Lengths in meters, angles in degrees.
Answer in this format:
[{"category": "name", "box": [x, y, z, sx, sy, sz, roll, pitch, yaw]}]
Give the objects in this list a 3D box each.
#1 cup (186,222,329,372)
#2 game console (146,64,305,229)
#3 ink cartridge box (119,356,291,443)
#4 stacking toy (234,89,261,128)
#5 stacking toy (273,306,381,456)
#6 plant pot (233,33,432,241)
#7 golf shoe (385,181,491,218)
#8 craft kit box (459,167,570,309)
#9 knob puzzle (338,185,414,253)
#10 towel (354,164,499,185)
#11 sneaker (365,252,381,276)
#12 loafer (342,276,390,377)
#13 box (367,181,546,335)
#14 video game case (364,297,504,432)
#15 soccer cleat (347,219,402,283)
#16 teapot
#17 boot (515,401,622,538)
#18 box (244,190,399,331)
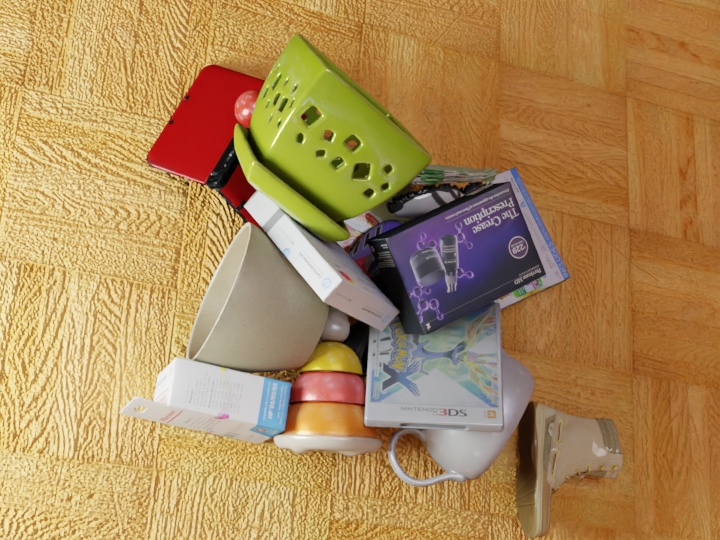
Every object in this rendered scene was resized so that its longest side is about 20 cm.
[{"category": "cup", "box": [-0.127, 0.056, 1.536, 0.143, 0.200, 0.201, 24, 65, -15]}, {"category": "game console", "box": [-0.184, -0.181, 1.695, 0.172, 0.118, 0.201, 49, 57, -37]}, {"category": "ink cartridge box", "box": [-0.204, 0.168, 1.511, 0.199, 0.115, 0.068, 15, 68, -18]}, {"category": "stacking toy", "box": [-0.108, -0.177, 1.645, 0.200, 0.085, 0.086, 48, 59, -29]}, {"category": "stacking toy", "box": [-0.040, 0.147, 1.555, 0.145, 0.146, 0.201, 6, 80, -21]}, {"category": "plant pot", "box": [-0.053, -0.167, 1.523, 0.199, 0.200, 0.182, 37, 101, -25]}, {"category": "golf shoe", "box": [0.128, -0.080, 1.703, 0.199, 0.078, 0.095, -5, 85, -34]}, {"category": "craft kit box", "box": [0.203, -0.038, 1.795, 0.197, 0.048, 0.201, -21, 81, -30]}, {"category": "knob puzzle", "box": [0.021, -0.043, 1.715, 0.218, 0.030, 0.221, 2, 84, -18]}, {"category": "towel", "box": [0.087, -0.145, 1.693, 0.199, 0.152, 0.024, -7, 102, -46]}, {"category": "sneaker", "box": [0.116, 0.000, 1.623, 0.198, 0.081, 0.116, -11, 81, -23]}, {"category": "loafer", "box": [0.037, 0.075, 1.645, 0.073, 0.072, 0.200, 45, 73, -36]}, {"category": "box", "box": [0.131, -0.017, 1.555, 0.199, 0.079, 0.142, -26, 100, -19]}, {"category": "video game case", "box": [0.100, 0.123, 1.551, 0.181, 0.022, 0.201, 2, 51, 1]}, {"category": "soccer cleat", "box": [0.000, 0.000, 1.649, 0.200, 0.073, 0.068, -41, 98, -17]}, {"category": "teapot", "box": [0.139, 0.189, 1.617, 0.146, 0.198, 0.200, 31, 22, 0]}, {"category": "boot", "box": [0.311, 0.303, 1.707, 0.154, 0.073, 0.201, 13, 63, -16]}, {"category": "box", "box": [-0.051, -0.015, 1.532, 0.041, 0.156, 0.200, -48, 56, 8]}]
